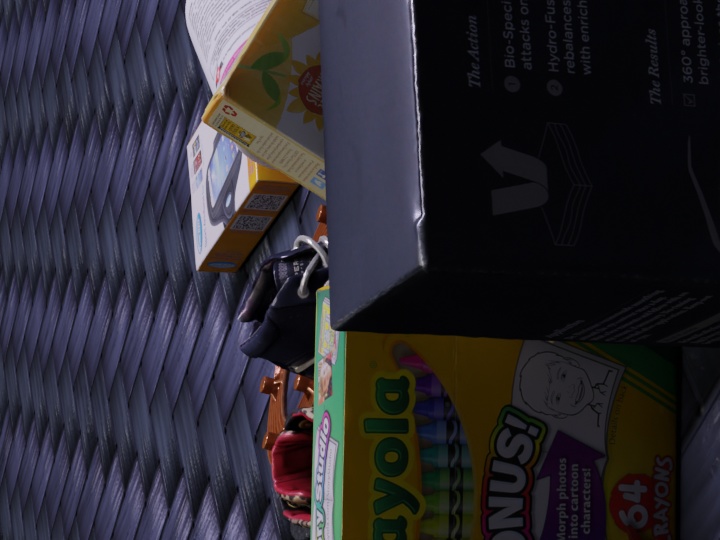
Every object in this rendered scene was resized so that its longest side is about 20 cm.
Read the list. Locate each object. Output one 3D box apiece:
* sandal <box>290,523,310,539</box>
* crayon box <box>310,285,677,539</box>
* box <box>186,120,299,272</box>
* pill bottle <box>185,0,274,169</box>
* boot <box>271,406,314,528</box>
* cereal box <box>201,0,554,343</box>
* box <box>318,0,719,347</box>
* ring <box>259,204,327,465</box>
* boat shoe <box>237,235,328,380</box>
[{"bbox_3d":[0.005,0.095,1.361,0.201,0.048,0.075,-69,23,13],"label":"sandal"},{"bbox_3d":[0.064,0.109,0.994,0.058,0.172,0.200,170,102,-70],"label":"crayon box"},{"bbox_3d":[-0.101,-0.082,1.671,0.200,0.041,0.119,132,136,-57],"label":"box"},{"bbox_3d":[-0.062,-0.169,1.465,0.200,0.113,0.113,-114,33,-50],"label":"pill bottle"},{"bbox_3d":[0.025,0.104,1.135,0.200,0.150,0.073,-158,72,-69],"label":"boot"},{"bbox_3d":[0.044,-0.077,0.976,0.144,0.200,0.040,-60,8,-27],"label":"cereal box"},{"bbox_3d":[0.092,-0.076,0.902,0.117,0.200,0.197,143,127,-65],"label":"box"},{"bbox_3d":[-0.041,0.041,1.448,0.200,0.019,0.201,-165,90,-79],"label":"ring"},{"bbox_3d":[0.000,0.000,1.258,0.200,0.093,0.075,-53,32,37],"label":"boat shoe"}]
